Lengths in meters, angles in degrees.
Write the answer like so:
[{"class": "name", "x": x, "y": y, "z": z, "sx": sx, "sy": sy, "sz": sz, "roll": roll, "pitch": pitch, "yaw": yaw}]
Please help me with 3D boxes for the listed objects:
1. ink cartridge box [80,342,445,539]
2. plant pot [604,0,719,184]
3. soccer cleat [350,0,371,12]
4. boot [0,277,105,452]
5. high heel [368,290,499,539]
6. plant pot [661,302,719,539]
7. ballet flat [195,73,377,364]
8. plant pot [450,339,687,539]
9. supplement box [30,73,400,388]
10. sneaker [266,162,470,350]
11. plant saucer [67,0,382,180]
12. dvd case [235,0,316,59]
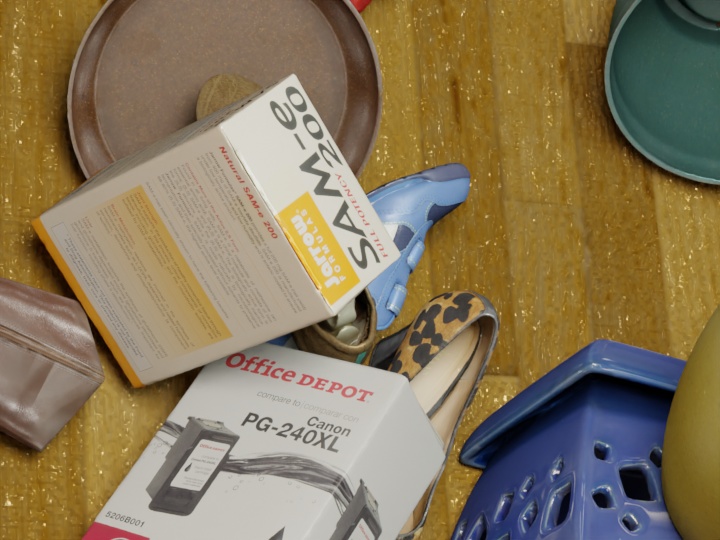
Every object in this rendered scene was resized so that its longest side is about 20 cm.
[{"class": "ink cartridge box", "x": -0.062, "y": 0.144, "z": 1.394, "sx": 0.201, "sy": 0.144, "sz": 0.084, "roll": -56, "pitch": 139, "yaw": -28}, {"class": "plant pot", "x": 0.268, "y": -0.180, "z": 1.663, "sx": 0.199, "sy": 0.201, "sz": 0.135, "roll": 24, "pitch": 37, "yaw": -17}, {"class": "soccer cleat", "x": -0.036, "y": -0.188, "z": 1.576, "sx": 0.085, "sy": 0.069, "sz": 0.200, "roll": 36, "pitch": 71, "yaw": 25}, {"class": "boot", "x": -0.236, "y": -0.006, "z": 1.414, "sx": 0.199, "sy": 0.064, "sz": 0.188, "roll": 23, "pitch": 73, "yaw": -17}, {"class": "high heel", "x": 0.033, "y": 0.112, "z": 1.461, "sx": 0.071, "sy": 0.142, "sz": 0.201, "roll": 19, "pitch": 66, "yaw": -20}, {"class": "plant pot", "x": 0.252, "y": 0.105, "z": 1.355, "sx": 0.199, "sy": 0.142, "sz": 0.201, "roll": 16, "pitch": 54, "yaw": -23}, {"class": "ballet flat", "x": -0.038, "y": -0.032, "z": 1.435, "sx": 0.067, "sy": 0.072, "sz": 0.201, "roll": -21, "pitch": 91, "yaw": -21}, {"class": "plant pot", "x": 0.171, "y": 0.162, "z": 1.488, "sx": 0.199, "sy": 0.200, "sz": 0.181, "roll": 15, "pitch": 61, "yaw": -22}, {"class": "supplement box", "x": -0.088, "y": -0.019, "z": 1.389, "sx": 0.073, "sy": 0.199, "sz": 0.127, "roll": -40, "pitch": 103, "yaw": -42}, {"class": "sneaker", "x": 0.000, "y": 0.000, "z": 1.526, "sx": 0.200, "sy": 0.074, "sz": 0.083, "roll": -35, "pitch": 92, "yaw": -23}, {"class": "plant saucer", "x": -0.086, "y": -0.109, "z": 1.486, "sx": 0.199, "sy": 0.035, "sz": 0.202, "roll": -4, "pitch": 110, "yaw": -10}, {"class": "dvd case", "x": -0.035, "y": -0.252, "z": 1.525, "sx": 0.200, "sy": 0.025, "sz": 0.151, "roll": -39, "pitch": 67, "yaw": 6}]
